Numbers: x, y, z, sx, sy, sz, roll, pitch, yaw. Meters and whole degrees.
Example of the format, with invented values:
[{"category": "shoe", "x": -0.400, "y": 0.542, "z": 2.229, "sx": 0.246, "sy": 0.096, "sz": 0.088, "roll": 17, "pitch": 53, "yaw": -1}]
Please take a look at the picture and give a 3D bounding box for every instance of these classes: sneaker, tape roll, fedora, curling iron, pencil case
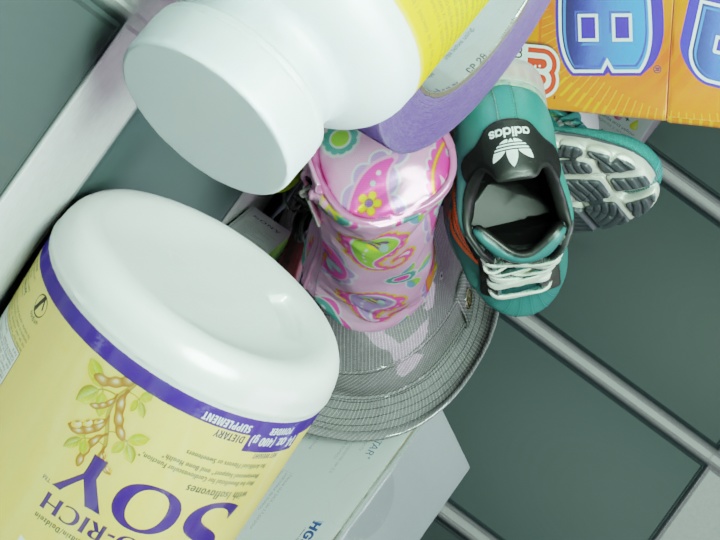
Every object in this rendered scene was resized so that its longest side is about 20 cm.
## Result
[{"category": "sneaker", "x": 0.081, "y": -0.023, "z": 1.356, "sx": 0.201, "sy": 0.071, "sz": 0.080, "roll": 76, "pitch": 6, "yaw": -53}, {"category": "tape roll", "x": 0.042, "y": -0.159, "z": 1.207, "sx": 0.200, "sy": 0.065, "sz": 0.201, "roll": -50, "pitch": 160, "yaw": -26}, {"category": "fedora", "x": 0.000, "y": 0.000, "z": 1.575, "sx": 0.091, "sy": 0.176, "sz": 0.201, "roll": 83, "pitch": 29, "yaw": -52}, {"category": "sneaker", "x": 0.100, "y": -0.079, "z": 1.449, "sx": 0.199, "sy": 0.078, "sz": 0.080, "roll": 15, "pitch": -120, "yaw": 47}, {"category": "curling iron", "x": -0.057, "y": 0.024, "z": 1.496, "sx": 0.050, "sy": 0.025, "sz": 0.201, "roll": -12, "pitch": 126, "yaw": -65}, {"category": "pencil case", "x": 0.006, "y": -0.033, "z": 1.371, "sx": 0.088, "sy": 0.087, "sz": 0.200, "roll": -52, "pitch": 170, "yaw": -15}]

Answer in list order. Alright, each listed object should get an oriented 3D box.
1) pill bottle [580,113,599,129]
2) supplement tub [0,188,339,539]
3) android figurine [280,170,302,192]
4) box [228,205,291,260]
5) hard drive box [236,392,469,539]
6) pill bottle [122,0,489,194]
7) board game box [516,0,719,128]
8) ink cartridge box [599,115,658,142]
[{"category": "pill bottle", "x": 0.092, "y": -0.101, "z": 1.625, "sx": 0.111, "sy": 0.110, "sz": 0.200, "roll": -55, "pitch": -163, "yaw": 10}, {"category": "supplement tub", "x": -0.116, "y": 0.081, "z": 1.125, "sx": 0.201, "sy": 0.145, "sz": 0.145, "roll": -57, "pitch": 174, "yaw": 21}, {"category": "android figurine", "x": -0.007, "y": -0.124, "z": 1.354, "sx": 0.183, "sy": 0.041, "sz": 0.200, "roll": -54, "pitch": 173, "yaw": -7}, {"category": "box", "x": -0.121, "y": 0.054, "z": 1.483, "sx": 0.145, "sy": 0.036, "sz": 0.200, "roll": -58, "pitch": 172, "yaw": 28}, {"category": "hard drive box", "x": -0.057, "y": 0.134, "z": 1.616, "sx": 0.156, "sy": 0.199, "sz": 0.077, "roll": -52, "pitch": 140, "yaw": -23}, {"category": "pill bottle", "x": -0.003, "y": -0.129, "z": 0.983, "sx": 0.200, "sy": 0.112, "sz": 0.112, "roll": -52, "pitch": 174, "yaw": -25}, {"category": "board game box", "x": 0.198, "y": -0.201, "z": 1.412, "sx": 0.200, "sy": 0.198, "sz": 0.201, "roll": -41, "pitch": 135, "yaw": -67}, {"category": "ink cartridge box", "x": 0.260, "y": -0.233, "z": 2.368, "sx": 0.145, "sy": 0.145, "sz": 0.200, "roll": -49, "pitch": 171, "yaw": -41}]
